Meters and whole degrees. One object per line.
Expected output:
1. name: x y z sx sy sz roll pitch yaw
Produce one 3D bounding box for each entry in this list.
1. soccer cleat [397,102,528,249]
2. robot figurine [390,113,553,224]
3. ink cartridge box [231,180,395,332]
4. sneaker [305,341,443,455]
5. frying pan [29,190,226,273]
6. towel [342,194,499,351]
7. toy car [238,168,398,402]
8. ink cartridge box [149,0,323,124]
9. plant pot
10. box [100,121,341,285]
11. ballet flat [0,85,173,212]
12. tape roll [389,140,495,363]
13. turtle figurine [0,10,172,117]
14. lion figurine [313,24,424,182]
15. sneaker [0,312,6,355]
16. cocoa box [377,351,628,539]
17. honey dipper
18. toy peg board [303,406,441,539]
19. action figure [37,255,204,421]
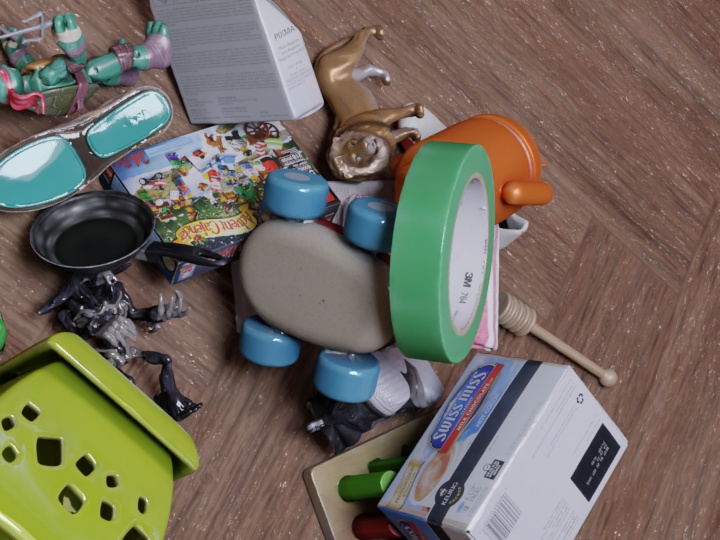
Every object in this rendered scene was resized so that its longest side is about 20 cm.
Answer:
1. soccer cleat: 0.117 -0.111 1.504 0.069 0.085 0.200 -40 102 -34
2. robot figurine: 0.115 -0.096 1.386 0.200 0.144 0.117 -30 94 -47
3. ink cartridge box: -0.049 -0.013 1.402 0.199 0.050 0.162 -3 80 -22
4. sneaker: 0.010 0.132 1.382 0.076 0.114 0.200 59 18 12
5. frying pan: -0.208 -0.034 1.218 0.189 0.031 0.115 1 40 4
6. towel: 0.069 0.003 1.411 0.199 0.030 0.147 10 74 -28
7. toy car: 0.000 0.000 1.294 0.200 0.176 0.185 -20 126 -57
8. ink cartridge box: -0.133 -0.241 1.290 0.057 0.162 0.201 -32 115 -39
9. plant pot: -0.266 0.177 1.114 0.199 0.200 0.182 44 51 -17
10. box: -0.137 -0.078 1.319 0.200 0.038 0.137 -23 65 -35
11. ballet flat: -0.268 -0.112 1.250 0.200 0.067 0.068 -27 107 -18
12. tape roll: 0.078 -0.017 1.211 0.200 0.048 0.201 6 90 -73
13. turtle figurine: -0.281 -0.193 1.232 0.200 0.149 0.101 -14 107 -44
14. lion figurine: -0.007 -0.184 1.447 0.122 0.073 0.200 -16 58 -19
15. sneaker: -0.366 -0.007 1.154 0.078 0.085 0.200 -38 100 -34
16. cocoa box: 0.141 0.200 1.298 0.133 0.131 0.200 51 63 -31
17. honey dipper: 0.233 0.086 1.567 0.200 0.038 0.038 31 63 -28
18. toy peg board: 0.074 0.261 1.377 0.200 0.098 0.200 -20 90 -35
19. action figure: -0.215 0.056 1.230 0.119 0.102 0.200 -36 99 -49
